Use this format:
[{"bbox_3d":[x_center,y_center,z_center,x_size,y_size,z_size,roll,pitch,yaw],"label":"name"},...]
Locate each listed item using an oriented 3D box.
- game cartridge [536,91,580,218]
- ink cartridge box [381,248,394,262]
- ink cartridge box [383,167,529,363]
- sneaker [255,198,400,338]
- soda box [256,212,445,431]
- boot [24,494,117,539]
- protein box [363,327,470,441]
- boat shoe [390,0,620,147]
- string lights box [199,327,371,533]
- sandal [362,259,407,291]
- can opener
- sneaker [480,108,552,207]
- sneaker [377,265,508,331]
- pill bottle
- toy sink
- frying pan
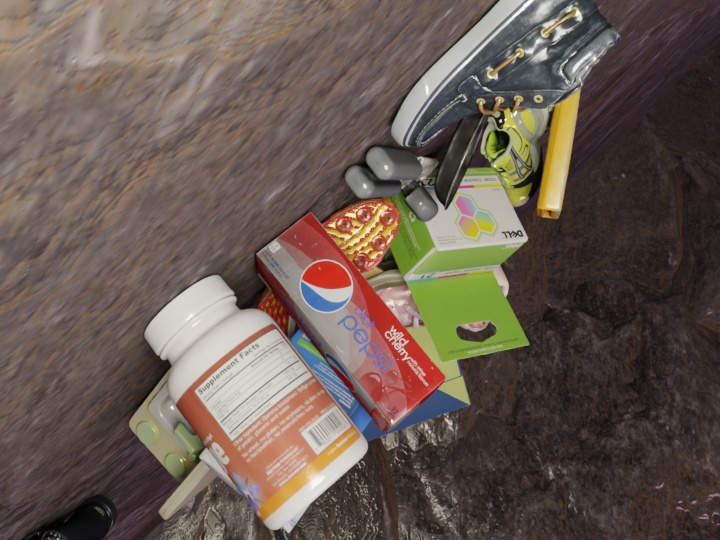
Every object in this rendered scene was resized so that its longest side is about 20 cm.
[{"bbox_3d":[0.243,-0.168,1.139,0.176,0.032,0.204,1,97,-79],"label":"game cartridge"},{"bbox_3d":[0.091,-0.050,1.270,0.200,0.076,0.148,-44,172,12],"label":"ink cartridge box"},{"bbox_3d":[0.122,-0.011,1.068,0.146,0.203,0.076,-6,153,-37],"label":"ink cartridge box"},{"bbox_3d":[-0.040,-0.010,0.985,0.199,0.073,0.077,-39,-165,17],"label":"sneaker"},{"bbox_3d":[-0.012,0.049,0.873,0.070,0.201,0.064,-36,171,-16],"label":"soda box"},{"bbox_3d":[-0.434,0.409,1.297,0.201,0.076,0.168,-50,175,12],"label":"boot"},{"bbox_3d":[0.029,0.131,1.356,0.195,0.137,0.200,-18,-166,-4],"label":"protein box"},{"bbox_3d":[0.115,-0.152,0.774,0.200,0.091,0.071,-44,171,26],"label":"boat shoe"},{"bbox_3d":[-0.052,0.137,0.918,0.201,0.102,0.059,-52,155,-17],"label":"string lights box"},{"bbox_3d":[0.000,0.000,1.116,0.196,0.055,0.080,-16,-166,-1],"label":"sandal"},{"bbox_3d":[0.043,-0.087,0.921,0.052,0.067,0.200,-40,168,16],"label":"can opener"},{"bbox_3d":[0.179,-0.148,1.152,0.076,0.076,0.201,-28,146,-14],"label":"sneaker"},{"bbox_3d":[0.093,0.042,1.163,0.198,0.105,0.076,-31,144,-3],"label":"sneaker"},{"bbox_3d":[-0.093,0.108,0.806,0.112,0.201,0.112,-38,172,-6],"label":"pill bottle"},{"bbox_3d":[-0.169,0.157,1.047,0.131,0.112,0.200,-49,173,31],"label":"toy sink"},{"bbox_3d":[0.109,-0.140,0.919,0.191,0.031,0.116,105,12,-51],"label":"frying pan"}]
